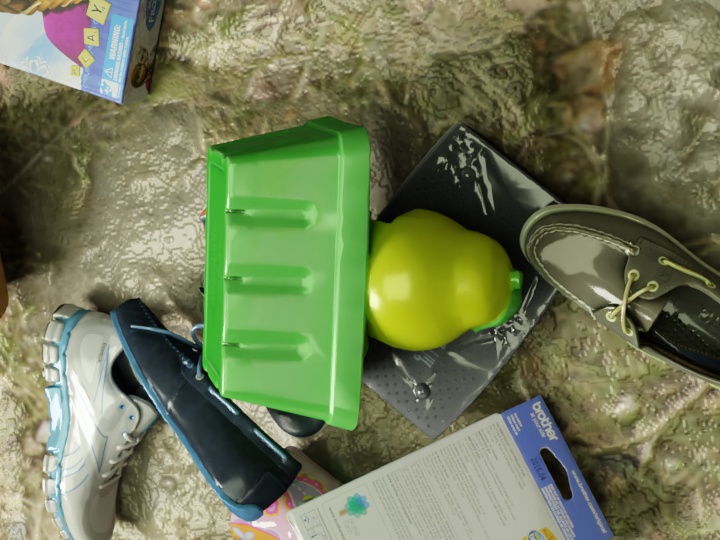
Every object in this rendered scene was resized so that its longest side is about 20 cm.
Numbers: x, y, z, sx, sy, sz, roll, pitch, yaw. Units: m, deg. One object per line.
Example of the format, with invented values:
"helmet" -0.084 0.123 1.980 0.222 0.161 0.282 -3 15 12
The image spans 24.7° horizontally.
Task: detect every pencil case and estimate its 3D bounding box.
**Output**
"pencil case" 0.002 0.205 1.219 0.200 0.087 0.087 26 111 16

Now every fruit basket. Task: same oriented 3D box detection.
"fruit basket" 0.000 0.000 1.113 0.215 0.156 0.216 -2 100 -13

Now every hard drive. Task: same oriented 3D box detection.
"hard drive" 0.065 0.007 1.165 0.135 0.042 0.200 39 113 10

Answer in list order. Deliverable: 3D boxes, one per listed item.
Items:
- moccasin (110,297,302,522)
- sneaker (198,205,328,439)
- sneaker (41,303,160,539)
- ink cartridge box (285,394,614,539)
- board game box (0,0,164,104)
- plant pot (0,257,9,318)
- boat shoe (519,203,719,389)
"moccasin" -0.111 0.093 1.213 0.068 0.080 0.200 -37 68 -2
"sneaker" -0.076 0.036 1.208 0.075 0.085 0.200 -14 97 25
"sneaker" -0.198 0.128 1.292 0.087 0.075 0.200 3 104 16
"ink cartridge box" 0.063 0.182 1.157 0.200 0.042 0.119 -26 69 -3
"board game box" -0.236 -0.248 1.233 0.199 0.041 0.200 19 109 18
"plant pot" -0.364 -0.007 1.274 0.200 0.200 0.140 -10 115 25
"boat shoe" 0.197 0.020 1.078 0.202 0.060 0.072 27 113 0
